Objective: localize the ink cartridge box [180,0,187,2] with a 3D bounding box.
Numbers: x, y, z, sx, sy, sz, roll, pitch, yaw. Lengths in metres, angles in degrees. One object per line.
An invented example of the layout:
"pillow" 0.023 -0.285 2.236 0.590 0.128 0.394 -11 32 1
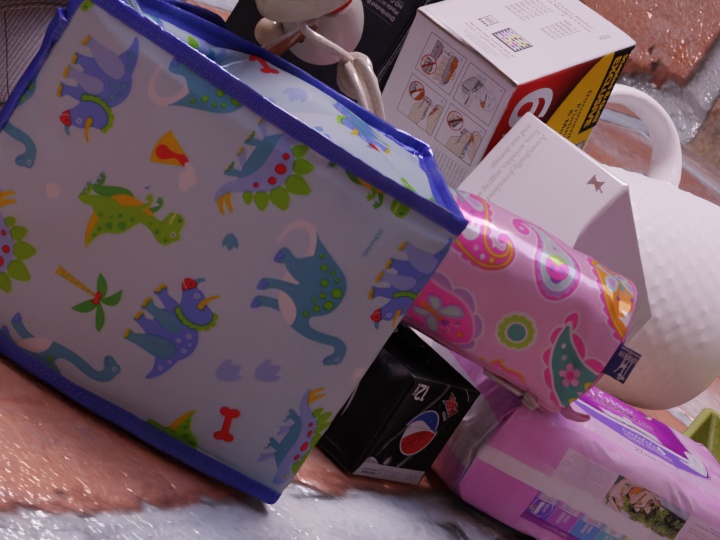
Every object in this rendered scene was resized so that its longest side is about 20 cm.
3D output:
"ink cartridge box" -0.203 -0.159 1.459 0.199 0.145 0.085 18 50 -27

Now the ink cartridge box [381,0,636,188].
"ink cartridge box" 0.078 -0.071 1.779 0.084 0.201 0.175 39 35 22

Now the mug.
"mug" 0.154 -0.024 1.940 0.175 0.201 0.147 18 -5 -36

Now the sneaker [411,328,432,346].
"sneaker" 0.000 0.000 1.649 0.099 0.078 0.200 23 18 -39

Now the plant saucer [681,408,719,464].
"plant saucer" 0.274 0.175 1.840 0.200 0.048 0.200 36 12 8

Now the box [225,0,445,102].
"box" -0.002 -0.110 1.838 0.123 0.199 0.200 37 12 25

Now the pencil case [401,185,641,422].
"pencil case" 0.045 0.001 1.498 0.199 0.088 0.087 28 13 -12

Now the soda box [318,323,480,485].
"soda box" -0.033 0.027 1.546 0.200 0.064 0.071 42 15 32

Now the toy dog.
"toy dog" -0.050 -0.140 1.412 0.201 0.096 0.133 77 2 -53

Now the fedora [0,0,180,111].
"fedora" -0.147 -0.063 1.447 0.200 0.176 0.091 72 12 -56

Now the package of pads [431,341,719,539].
"package of pads" 0.120 0.109 1.613 0.199 0.076 0.121 28 15 -29

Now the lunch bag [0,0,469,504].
"lunch bag" -0.082 -0.020 1.336 0.199 0.171 0.128 28 14 -21

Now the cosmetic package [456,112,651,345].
"cosmetic package" 0.102 0.007 1.718 0.081 0.113 0.200 38 -13 23
